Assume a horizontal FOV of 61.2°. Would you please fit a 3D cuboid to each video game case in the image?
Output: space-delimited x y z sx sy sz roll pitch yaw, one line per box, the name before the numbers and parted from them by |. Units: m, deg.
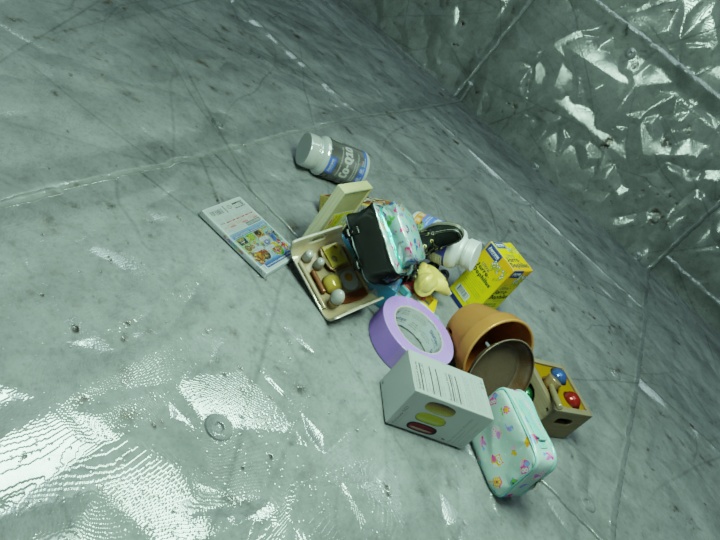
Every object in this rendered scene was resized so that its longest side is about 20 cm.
video game case | -0.245 -0.079 1.361 0.200 0.018 0.143 43 30 6

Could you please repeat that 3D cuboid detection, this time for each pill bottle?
pill bottle | 0.220 -0.074 1.634 0.198 0.114 0.112 24 25 23
pill bottle | -0.081 -0.318 1.752 0.198 0.114 0.115 15 38 -34

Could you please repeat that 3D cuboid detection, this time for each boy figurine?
boy figurine | 0.190 0.026 1.605 0.124 0.065 0.200 42 19 4

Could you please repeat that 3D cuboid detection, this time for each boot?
boot | 0.156 -0.038 1.520 0.074 0.201 0.155 56 39 -33

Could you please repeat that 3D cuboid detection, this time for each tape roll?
tape roll | 0.117 0.155 1.400 0.198 0.066 0.201 28 32 -19

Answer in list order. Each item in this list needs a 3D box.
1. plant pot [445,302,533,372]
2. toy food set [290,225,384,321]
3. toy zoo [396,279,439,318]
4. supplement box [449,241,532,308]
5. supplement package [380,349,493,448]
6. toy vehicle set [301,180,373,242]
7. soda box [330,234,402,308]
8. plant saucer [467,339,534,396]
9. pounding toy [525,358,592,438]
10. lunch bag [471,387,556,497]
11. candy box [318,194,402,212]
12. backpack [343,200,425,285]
plant pot | 0.293 0.172 1.461 0.198 0.202 0.140 16 17 -33
toy food set | -0.051 0.002 1.354 0.142 0.060 0.202 -21 75 -33
toy zoo | 0.125 0.061 1.571 0.200 0.021 0.131 43 31 5
supplement box | 0.356 0.029 1.685 0.108 0.201 0.110 -1 48 -46
supplement package | 0.154 0.266 1.248 0.198 0.114 0.110 23 33 -22
toy vehicle set | -0.062 -0.124 1.437 0.027 0.201 0.124 47 31 15
soda box | 0.000 0.000 1.470 0.199 0.068 0.064 38 33 -3
plant saucer | 0.310 0.240 1.391 0.198 0.203 0.037 16 12 -33
pounding toy | 0.461 0.308 1.491 0.198 0.143 0.186 16 37 -33
lunch bag | 0.314 0.355 1.258 0.076 0.161 0.202 16 37 -32
candy box | -0.002 -0.160 1.578 0.116 0.057 0.198 -10 22 -43
backpack | 0.060 -0.061 1.371 0.200 0.149 0.180 18 53 -77
